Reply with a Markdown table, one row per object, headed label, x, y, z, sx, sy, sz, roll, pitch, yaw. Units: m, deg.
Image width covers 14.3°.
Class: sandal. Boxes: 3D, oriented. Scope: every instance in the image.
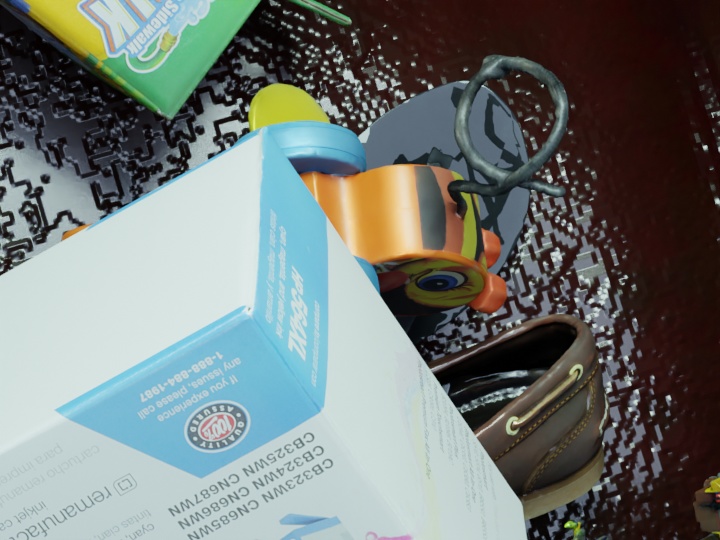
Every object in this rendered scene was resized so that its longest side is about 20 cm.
| label | x | y | z | sx | sy | sz | roll | pitch | yaw |
| --- | --- | --- | --- | --- | --- | --- | --- | --- | --- |
| sandal | -0.006 | 0.009 | 1.088 | 0.076 | 0.043 | 0.200 | 44 | 80 | -1 |

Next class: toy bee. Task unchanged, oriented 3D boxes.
| label | x | y | z | sx | sy | sz | roll | pitch | yaw |
| --- | --- | --- | --- | --- | --- | --- | --- | --- | --- |
| toy bee | 0.000 | 0.000 | 1.018 | 0.199 | 0.109 | 0.131 | 5 | 75 | 34 |

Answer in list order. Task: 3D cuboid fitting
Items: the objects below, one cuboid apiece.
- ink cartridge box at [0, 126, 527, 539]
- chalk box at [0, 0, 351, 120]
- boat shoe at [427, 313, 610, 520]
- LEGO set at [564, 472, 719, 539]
| label | x | y | z | sx | sy | sz | roll | pitch | yaw |
| --- | --- | --- | --- | --- | --- | --- | --- | --- | --- |
| ink cartridge box | -0.032 | 0.085 | 0.926 | 0.128 | 0.125 | 0.200 | -29 | 114 | 14 |
| chalk box | -0.091 | -0.142 | 1.034 | 0.200 | 0.124 | 0.124 | 39 | 87 | -25 |
| boat shoe | 0.000 | 0.073 | 1.054 | 0.199 | 0.071 | 0.070 | -25 | 46 | -20 |
| LEGO set | 0.121 | 0.163 | 1.059 | 0.154 | 0.116 | 0.201 | -30 | 110 | -48 |
